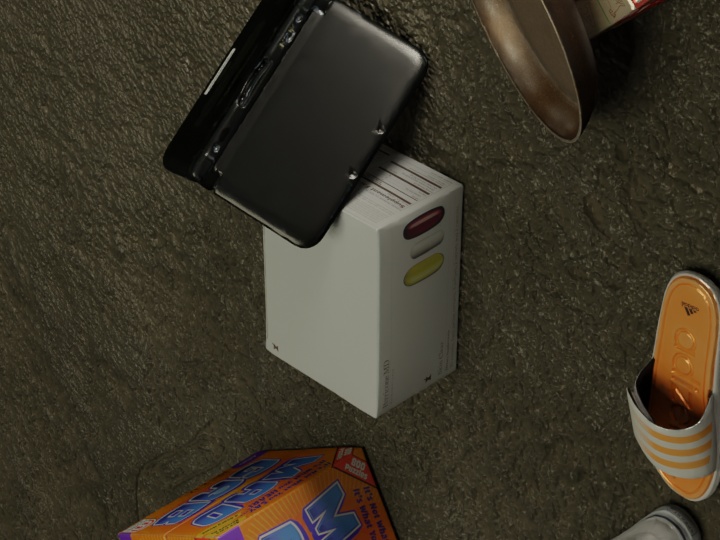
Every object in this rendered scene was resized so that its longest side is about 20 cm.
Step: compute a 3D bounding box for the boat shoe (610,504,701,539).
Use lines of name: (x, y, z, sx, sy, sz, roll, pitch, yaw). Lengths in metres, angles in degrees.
boat shoe: (0.220, 0.269, 1.568, 0.074, 0.066, 0.201, 48, 142, 20)

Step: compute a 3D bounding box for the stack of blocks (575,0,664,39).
stack of blocks: (0.168, -0.283, 1.294, 0.115, 0.058, 0.201, -29, 89, 55)

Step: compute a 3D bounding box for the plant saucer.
plant saucer: (0.128, -0.193, 1.364, 0.201, 0.032, 0.200, 62, 173, 14)

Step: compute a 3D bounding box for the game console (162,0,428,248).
game console: (-0.062, -0.140, 1.592, 0.116, 0.201, 0.176, 35, 175, -22)

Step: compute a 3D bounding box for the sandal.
sandal: (0.245, 0.098, 1.436, 0.079, 0.059, 0.208, 25, 130, 41)

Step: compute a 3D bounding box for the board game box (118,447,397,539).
board game box: (-0.092, 0.318, 1.872, 0.199, 0.199, 0.201, -10, 105, 53)

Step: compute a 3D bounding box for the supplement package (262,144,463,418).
supplement package: (0.000, 0.000, 1.636, 0.155, 0.110, 0.202, 29, 133, 38)
